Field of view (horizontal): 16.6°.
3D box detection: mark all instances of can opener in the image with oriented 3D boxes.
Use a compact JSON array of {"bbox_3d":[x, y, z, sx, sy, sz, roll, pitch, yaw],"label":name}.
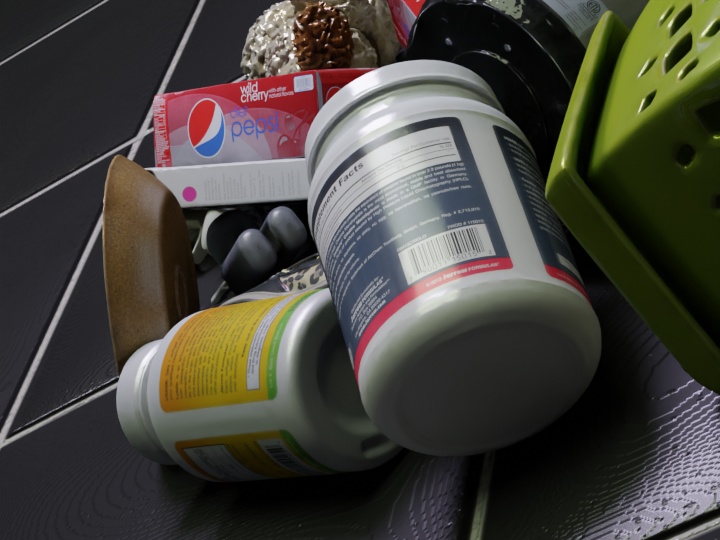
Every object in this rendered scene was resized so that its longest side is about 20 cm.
[{"bbox_3d":[-0.085,-0.018,1.772,0.053,0.067,0.200,-37,-3,-14],"label":"can opener"}]

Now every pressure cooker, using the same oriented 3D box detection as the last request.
[{"bbox_3d":[0.151,-0.138,1.552,0.200,0.177,0.178,-35,18,-32],"label":"pressure cooker"}]

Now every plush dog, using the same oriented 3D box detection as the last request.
[{"bbox_3d":[-0.023,-0.171,1.975,0.201,0.159,0.173,102,-177,-51],"label":"plush dog"}]

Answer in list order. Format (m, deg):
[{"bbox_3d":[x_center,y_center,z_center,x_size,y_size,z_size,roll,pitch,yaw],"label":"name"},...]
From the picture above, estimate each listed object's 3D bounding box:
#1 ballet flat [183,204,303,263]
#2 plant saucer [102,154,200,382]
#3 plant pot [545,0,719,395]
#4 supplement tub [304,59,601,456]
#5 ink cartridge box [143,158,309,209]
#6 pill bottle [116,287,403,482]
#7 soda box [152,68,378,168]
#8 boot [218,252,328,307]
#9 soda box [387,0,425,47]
[{"bbox_3d":[-0.110,-0.038,1.932,0.072,0.072,0.200,-48,24,-26],"label":"ballet flat"},{"bbox_3d":[-0.138,0.019,1.699,0.035,0.202,0.201,-7,27,6],"label":"plant saucer"},{"bbox_3d":[0.214,-0.066,1.302,0.181,0.199,0.200,-30,22,31],"label":"plant pot"},{"bbox_3d":[0.048,-0.008,1.422,0.140,0.140,0.201,-30,48,15],"label":"supplement tub"},{"bbox_3d":[-0.071,-0.064,1.791,0.198,0.037,0.095,-1,2,15],"label":"ink cartridge box"},{"bbox_3d":[-0.063,0.075,1.547,0.199,0.111,0.111,-10,34,49],"label":"pill bottle"},{"bbox_3d":[-0.071,-0.112,1.873,0.070,0.064,0.199,-6,2,-43],"label":"soda box"},{"bbox_3d":[0.001,0.001,1.665,0.203,0.074,0.154,-18,21,48],"label":"boot"},{"bbox_3d":[0.080,-0.163,1.780,0.070,0.064,0.200,-23,35,-6],"label":"soda box"}]
